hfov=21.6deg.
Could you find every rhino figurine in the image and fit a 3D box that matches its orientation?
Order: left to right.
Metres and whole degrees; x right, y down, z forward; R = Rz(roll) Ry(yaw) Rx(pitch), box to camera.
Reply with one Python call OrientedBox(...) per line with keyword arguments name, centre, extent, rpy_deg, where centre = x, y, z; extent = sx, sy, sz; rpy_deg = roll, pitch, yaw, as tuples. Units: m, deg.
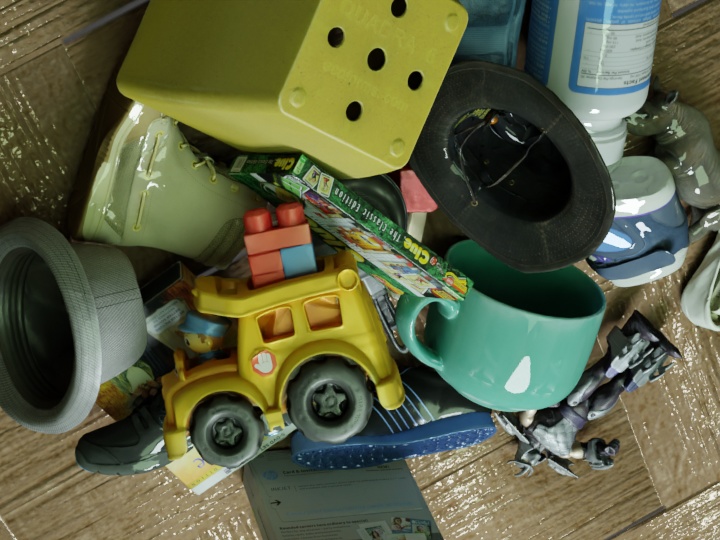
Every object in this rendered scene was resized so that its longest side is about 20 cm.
OrientedBox(name="rhino figurine", centre=(0.289, -0.105, 1.730), extent=(0.087, 0.060, 0.200), rpy_deg=(-35, 120, 5))

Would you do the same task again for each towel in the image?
OrientedBox(name="towel", centre=(0.083, -0.193, 1.619), extent=(0.110, 0.049, 0.202), rpy_deg=(0, 116, -18))

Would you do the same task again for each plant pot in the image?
OrientedBox(name="plant pot", centre=(-0.036, -0.179, 1.465), extent=(0.199, 0.176, 0.202), rpy_deg=(24, 91, -38))

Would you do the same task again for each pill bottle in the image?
OrientedBox(name="pill bottle", centre=(0.198, -0.197, 1.620), extent=(0.111, 0.112, 0.202), rpy_deg=(-4, 118, -17))

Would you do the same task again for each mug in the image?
OrientedBox(name="mug", centre=(0.119, 0.052, 1.701), extent=(0.183, 0.152, 0.115), rpy_deg=(15, 114, -1))

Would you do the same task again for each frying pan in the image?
OrientedBox(name="frying pan", centre=(-0.010, 0.000, 1.639), extent=(0.114, 0.031, 0.192), rpy_deg=(-9, 114, -14))

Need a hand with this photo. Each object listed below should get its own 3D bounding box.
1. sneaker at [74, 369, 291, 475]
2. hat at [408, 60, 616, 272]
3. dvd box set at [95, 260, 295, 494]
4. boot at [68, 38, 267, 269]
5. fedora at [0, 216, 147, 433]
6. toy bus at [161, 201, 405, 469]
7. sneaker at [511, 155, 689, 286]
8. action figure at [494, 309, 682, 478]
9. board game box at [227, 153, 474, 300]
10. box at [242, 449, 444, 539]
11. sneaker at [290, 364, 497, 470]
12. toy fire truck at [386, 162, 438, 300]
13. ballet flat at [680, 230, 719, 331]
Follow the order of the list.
OrientedBox(name="sneaker", centre=(-0.158, 0.118, 1.641), extent=(0.198, 0.073, 0.083), rpy_deg=(-18, 107, -2))
OrientedBox(name="hat", centre=(0.138, -0.101, 1.591), extent=(0.081, 0.199, 0.202), rpy_deg=(-45, 134, -45))
OrientedBox(name="dvd box set", centre=(-0.153, 0.100, 1.680), extent=(0.146, 0.030, 0.200), rpy_deg=(-34, 123, 13))
OrientedBox(name="boot", centre=(-0.143, -0.099, 1.572), extent=(0.154, 0.073, 0.201), rpy_deg=(14, 112, -24))
OrientedBox(name="fedora", centre=(-0.240, 0.039, 1.560), extent=(0.090, 0.200, 0.178), rpy_deg=(-13, 79, -35))
OrientedBox(name="toy bus", centre=(-0.079, 0.047, 1.527), extent=(0.198, 0.136, 0.194), rpy_deg=(-15, 101, 0))
OrientedBox(name="sneaker", centre=(0.198, -0.030, 1.709), extent=(0.198, 0.081, 0.147), rpy_deg=(-4, 139, 15))
OrientedBox(name="action figure", centre=(0.216, 0.128, 1.817), extent=(0.200, 0.070, 0.130), rpy_deg=(-46, 126, 10))
OrientedBox(name="board game box", centre=(-0.007, -0.035, 1.546), extent=(0.199, 0.104, 0.024), rpy_deg=(35, 76, -30))
OrientedBox(name="box", centre=(-0.011, 0.234, 1.711), extent=(0.154, 0.200, 0.042), rpy_deg=(-2, 123, -18))
OrientedBox(name="sneaker", centre=(0.026, 0.132, 1.748), extent=(0.198, 0.079, 0.070), rpy_deg=(-7, 155, -15))
OrientedBox(name="toy fire truck", centre=(0.000, 0.000, 1.687), extent=(0.140, 0.049, 0.202), rpy_deg=(-12, 119, -13))
OrientedBox(name="ballet flat", centre=(0.372, -0.029, 1.793), extent=(0.069, 0.070, 0.201), rpy_deg=(16, 109, -25))
